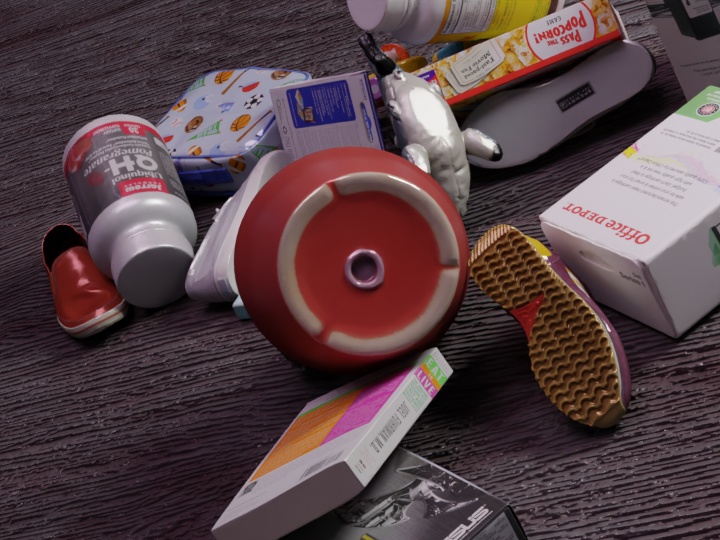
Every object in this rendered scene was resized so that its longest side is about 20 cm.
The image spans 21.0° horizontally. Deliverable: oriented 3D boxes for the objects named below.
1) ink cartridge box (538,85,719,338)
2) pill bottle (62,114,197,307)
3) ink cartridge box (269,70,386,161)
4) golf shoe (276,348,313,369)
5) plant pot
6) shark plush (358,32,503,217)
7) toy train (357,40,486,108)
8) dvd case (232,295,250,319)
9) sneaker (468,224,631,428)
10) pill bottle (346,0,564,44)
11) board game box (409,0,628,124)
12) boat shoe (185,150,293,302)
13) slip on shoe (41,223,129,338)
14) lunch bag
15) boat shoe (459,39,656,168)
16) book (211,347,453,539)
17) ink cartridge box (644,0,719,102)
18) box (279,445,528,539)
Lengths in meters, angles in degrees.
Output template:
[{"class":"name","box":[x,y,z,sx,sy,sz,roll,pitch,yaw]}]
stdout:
[{"class":"ink cartridge box","box":[0.268,-0.051,1.567,0.200,0.084,0.145,-37,30,-16]},{"class":"pill bottle","box":[-0.227,-0.057,1.951,0.111,0.111,0.200,-27,46,2]},{"class":"ink cartridge box","box":[-0.022,-0.143,1.907,0.037,0.095,0.200,-18,9,-26]},{"class":"golf shoe","box":[0.000,0.000,1.693,0.200,0.095,0.078,-42,59,-19]},{"class":"plant pot","box":[-0.001,-0.006,1.556,0.200,0.201,0.177,-30,4,-3]},{"class":"shark plush","box":[0.039,-0.129,1.781,0.091,0.200,0.083,-32,-16,-27]},{"class":"toy train","box":[0.058,-0.210,1.971,0.200,0.056,0.150,-22,-2,4]},{"class":"dvd case","box":[-0.022,-0.030,1.847,0.146,0.022,0.200,-6,35,35]},{"class":"sneaker","box":[0.166,0.046,1.519,0.075,0.090,0.200,-44,52,19]},{"class":"pill bottle","box":[0.090,-0.272,1.851,0.200,0.109,0.109,-8,18,-30]},{"class":"board game box","box":[0.156,-0.200,1.861,0.200,0.046,0.151,-22,-4,12]},{"class":"boat shoe","box":[-0.117,-0.042,1.909,0.068,0.072,0.200,-8,45,28]},{"class":"slip on shoe","box":[-0.286,0.010,1.970,0.074,0.061,0.200,-29,31,-4]},{"class":"lunch bag","box":[-0.139,-0.142,2.072,0.200,0.076,0.160,0,45,42]},{"class":"boat shoe","box":[0.188,-0.151,1.825,0.200,0.071,0.064,-25,-5,14]},{"class":"book","box":[-0.018,0.133,1.464,0.134,0.048,0.200,-32,7,30]},{"class":"ink cartridge box","box":[0.317,-0.265,1.745,0.083,0.200,0.147,-8,35,32]},{"class":"box","box":[0.001,0.222,1.403,0.200,0.048,0.158,-39,31,-19]}]
